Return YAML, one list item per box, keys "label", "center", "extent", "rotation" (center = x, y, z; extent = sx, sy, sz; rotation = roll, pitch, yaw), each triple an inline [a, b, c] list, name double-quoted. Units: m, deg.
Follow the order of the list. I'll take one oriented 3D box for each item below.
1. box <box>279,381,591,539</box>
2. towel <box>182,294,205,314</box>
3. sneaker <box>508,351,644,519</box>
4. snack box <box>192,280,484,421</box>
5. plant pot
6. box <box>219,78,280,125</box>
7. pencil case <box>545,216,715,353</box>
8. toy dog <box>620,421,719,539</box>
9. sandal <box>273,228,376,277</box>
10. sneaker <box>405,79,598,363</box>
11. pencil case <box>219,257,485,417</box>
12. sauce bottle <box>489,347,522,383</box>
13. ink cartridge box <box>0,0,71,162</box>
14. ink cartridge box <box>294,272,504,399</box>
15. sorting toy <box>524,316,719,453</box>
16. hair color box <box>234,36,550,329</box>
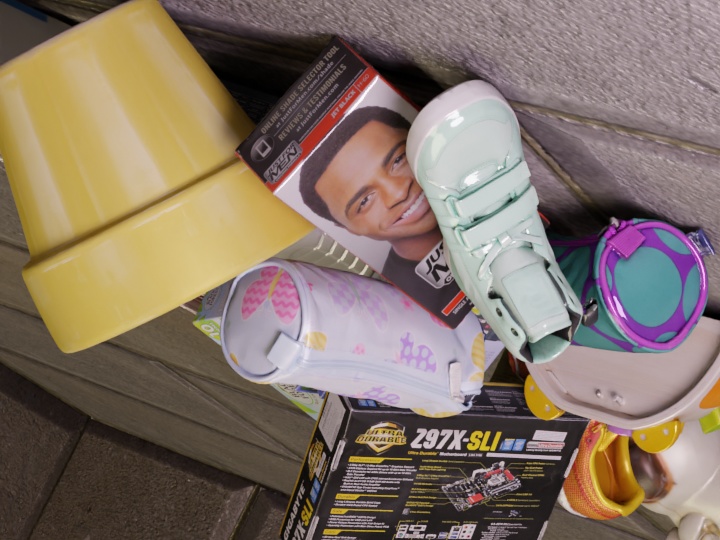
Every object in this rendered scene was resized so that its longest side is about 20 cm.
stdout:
- label: "box"
  center: [0.055, 0.157, 1.726]
  extent: [0.200, 0.160, 0.049]
  rotation: [3, -148, -23]
- label: "towel"
  center: [-0.163, -0.034, 1.931]
  extent: [0.191, 0.032, 0.200]
  rotation: [29, -159, -4]
- label: "sneaker"
  center: [0.173, 0.098, 1.779]
  extent: [0.077, 0.073, 0.200]
  rotation: [-7, 109, 48]
- label: "snack box"
  center: [-0.014, 0.067, 1.816]
  extent: [0.142, 0.053, 0.200]
  rotation: [-8, 141, 45]
- label: "plant pot"
  center: [-0.152, -0.073, 1.520]
  extent: [0.189, 0.201, 0.201]
  rotation: [64, 162, -6]
- label: "box"
  center: [-0.043, -0.076, 1.663]
  extent: [0.200, 0.051, 0.158]
  rotation: [19, 167, 24]
- label: "pencil case"
  center: [0.153, 0.007, 1.529]
  extent: [0.092, 0.085, 0.200]
  rotation: [67, 160, -8]
- label: "toy dog"
  center: [0.298, 0.174, 1.842]
  extent: [0.200, 0.140, 0.194]
  rotation: [25, 156, 5]
- label: "sandal"
  center: [-0.006, 0.004, 1.687]
  extent: [0.203, 0.082, 0.050]
  rotation: [29, -147, -39]
- label: "sneaker"
  center: [0.093, -0.024, 1.390]
  extent: [0.118, 0.074, 0.200]
  rotation: [54, 171, 35]
- label: "pencil case"
  center: [-0.002, 0.049, 1.544]
  extent: [0.200, 0.083, 0.091]
  rotation: [16, -138, -46]
- label: "sauce bottle"
  center: [0.119, 0.126, 1.844]
  extent: [0.065, 0.200, 0.065]
  rotation: [27, 169, 5]
- label: "ink cartridge box"
  center: [-0.252, -0.134, 1.772]
  extent: [0.146, 0.086, 0.200]
  rotation: [25, 170, 4]
- label: "ink cartridge box"
  center: [0.046, 0.047, 1.685]
  extent: [0.119, 0.042, 0.200]
  rotation: [9, 138, -29]
- label: "sorting toy"
  center: [0.235, 0.076, 1.700]
  extent: [0.200, 0.107, 0.180]
  rotation: [16, -176, 42]
- label: "hair color box"
  center: [0.023, -0.053, 1.474]
  extent: [0.200, 0.102, 0.061]
  rotation: [36, -172, -42]
